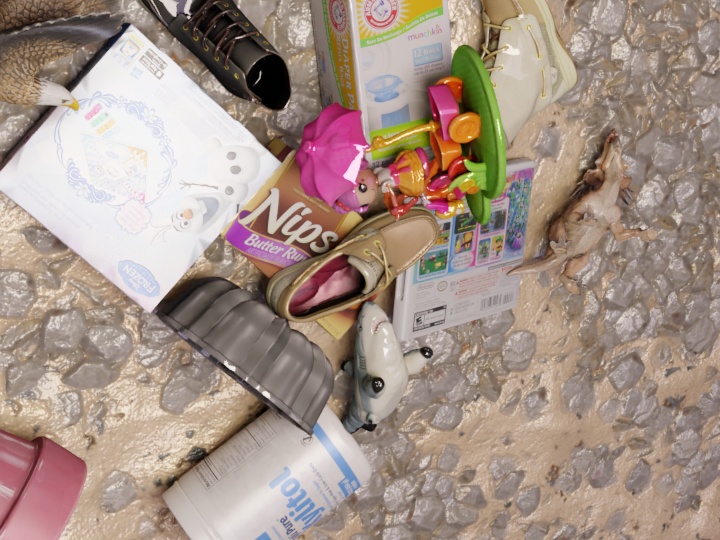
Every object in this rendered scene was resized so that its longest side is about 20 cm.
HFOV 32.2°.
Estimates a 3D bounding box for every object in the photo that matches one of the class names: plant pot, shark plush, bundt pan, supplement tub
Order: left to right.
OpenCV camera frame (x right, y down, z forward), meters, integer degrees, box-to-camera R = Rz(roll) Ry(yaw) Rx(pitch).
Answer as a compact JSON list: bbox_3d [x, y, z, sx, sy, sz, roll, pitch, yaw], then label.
[{"bbox_3d":[-0.390,0.221,1.185,0.179,0.200,0.200,37,90,-18],"label":"plant pot"},{"bbox_3d":[-0.107,0.078,1.265,0.202,0.202,0.076,43,79,-33],"label":"bundt pan"},{"bbox_3d":[-0.100,0.233,1.365,0.200,0.132,0.132,-38,122,-10],"label":"supplement tub"},{"bbox_3d":[0.013,0.120,1.393,0.091,0.083,0.200,-35,157,-27],"label":"shark plush"}]

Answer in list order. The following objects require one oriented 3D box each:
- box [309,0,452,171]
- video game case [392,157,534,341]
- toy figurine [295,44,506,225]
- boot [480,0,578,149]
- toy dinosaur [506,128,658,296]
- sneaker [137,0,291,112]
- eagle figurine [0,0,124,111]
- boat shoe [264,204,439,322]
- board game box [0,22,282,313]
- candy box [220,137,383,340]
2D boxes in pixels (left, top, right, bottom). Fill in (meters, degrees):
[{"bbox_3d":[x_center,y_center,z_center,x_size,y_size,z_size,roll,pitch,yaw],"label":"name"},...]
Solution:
[{"bbox_3d":[0.024,-0.213,1.270,0.112,0.101,0.201,-16,116,-21],"label":"box"},{"bbox_3d":[0.118,-0.026,1.406,0.200,0.024,0.183,-13,116,-42],"label":"video game case"},{"bbox_3d":[0.029,-0.106,1.202,0.183,0.150,0.200,-13,141,-8],"label":"toy figurine"},{"bbox_3d":[0.139,-0.224,1.338,0.155,0.072,0.200,-46,127,-11],"label":"boot"},{"bbox_3d":[0.260,-0.056,1.463,0.086,0.136,0.200,40,109,-21],"label":"toy dinosaur"},{"bbox_3d":[-0.136,-0.236,1.174,0.075,0.106,0.200,-47,123,-3],"label":"sneaker"},{"bbox_3d":[-0.299,-0.187,1.093,0.200,0.152,0.151,-53,161,19],"label":"eagle figurine"},{"bbox_3d":[0.000,0.000,1.284,0.200,0.066,0.074,-31,112,-7],"label":"boat shoe"},{"bbox_3d":[-0.215,-0.097,1.206,0.200,0.043,0.199,43,86,-21],"label":"board game box"},{"bbox_3d":[-0.057,-0.032,1.327,0.117,0.056,0.200,-47,124,-3],"label":"candy box"}]
